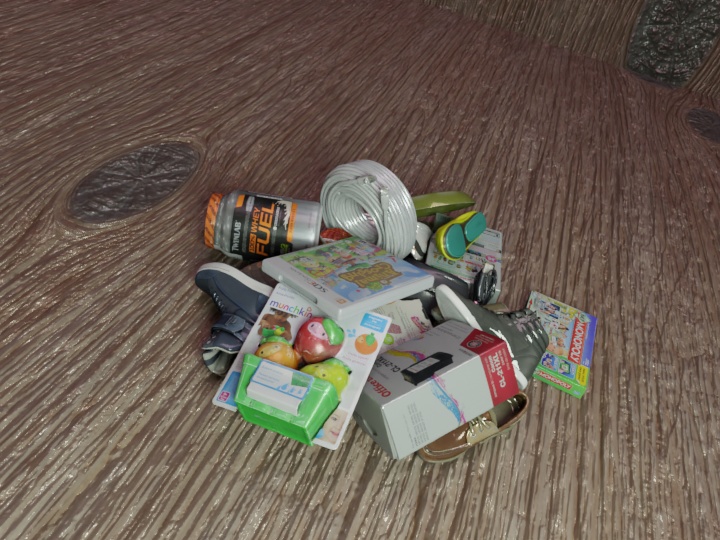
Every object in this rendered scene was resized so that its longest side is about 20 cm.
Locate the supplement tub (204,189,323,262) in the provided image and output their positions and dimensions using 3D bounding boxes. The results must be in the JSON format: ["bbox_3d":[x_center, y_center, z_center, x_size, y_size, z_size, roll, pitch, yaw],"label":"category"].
[{"bbox_3d":[-0.171,-0.075,1.080,0.197,0.124,0.123,7,39,-4],"label":"supplement tub"}]

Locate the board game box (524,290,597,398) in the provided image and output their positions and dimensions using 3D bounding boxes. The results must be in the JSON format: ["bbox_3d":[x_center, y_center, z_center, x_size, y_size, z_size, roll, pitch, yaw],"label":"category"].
[{"bbox_3d":[0.350,0.126,1.089,0.133,0.029,0.200,23,39,11],"label":"board game box"}]

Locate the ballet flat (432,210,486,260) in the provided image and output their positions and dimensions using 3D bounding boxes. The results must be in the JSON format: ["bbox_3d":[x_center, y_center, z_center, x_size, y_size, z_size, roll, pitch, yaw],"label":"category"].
[{"bbox_3d":[0.174,-0.062,1.127,0.066,0.068,0.199,-9,14,34],"label":"ballet flat"}]

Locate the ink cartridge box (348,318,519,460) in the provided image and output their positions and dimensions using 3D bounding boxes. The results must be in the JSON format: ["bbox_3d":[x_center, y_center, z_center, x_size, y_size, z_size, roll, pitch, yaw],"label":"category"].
[{"bbox_3d":[0.093,0.157,0.838,0.198,0.084,0.145,-23,17,-19],"label":"ink cartridge box"}]

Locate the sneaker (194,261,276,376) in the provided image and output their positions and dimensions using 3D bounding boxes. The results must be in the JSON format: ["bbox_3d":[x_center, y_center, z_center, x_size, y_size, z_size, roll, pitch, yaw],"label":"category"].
[{"bbox_3d":[-0.211,0.072,0.912,0.200,0.077,0.147,19,55,30],"label":"sneaker"}]

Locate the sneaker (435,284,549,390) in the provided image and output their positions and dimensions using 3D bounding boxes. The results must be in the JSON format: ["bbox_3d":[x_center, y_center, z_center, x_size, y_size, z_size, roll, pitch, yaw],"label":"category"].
[{"bbox_3d":[0.207,0.078,0.933,0.099,0.071,0.200,-43,87,-19],"label":"sneaker"}]

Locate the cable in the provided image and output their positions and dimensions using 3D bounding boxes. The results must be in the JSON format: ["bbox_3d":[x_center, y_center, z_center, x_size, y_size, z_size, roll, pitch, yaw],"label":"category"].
[{"bbox_3d":[0.011,-0.097,1.066,0.069,0.202,0.199,-37,38,-31],"label":"cable"}]

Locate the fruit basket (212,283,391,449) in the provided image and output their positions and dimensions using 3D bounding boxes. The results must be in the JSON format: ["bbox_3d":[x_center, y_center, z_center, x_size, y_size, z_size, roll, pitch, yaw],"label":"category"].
[{"bbox_3d":[-0.076,0.115,0.802,0.183,0.094,0.202,16,62,17],"label":"fruit basket"}]

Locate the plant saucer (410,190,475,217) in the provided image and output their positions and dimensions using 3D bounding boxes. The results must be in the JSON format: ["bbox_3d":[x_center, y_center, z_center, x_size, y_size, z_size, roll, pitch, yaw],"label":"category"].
[{"bbox_3d":[0.133,-0.132,1.220,0.197,0.032,0.200,-10,-1,0],"label":"plant saucer"}]

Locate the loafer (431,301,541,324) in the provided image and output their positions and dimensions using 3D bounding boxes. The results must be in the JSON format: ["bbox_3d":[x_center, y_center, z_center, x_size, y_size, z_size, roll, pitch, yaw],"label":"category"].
[{"bbox_3d":[0.213,0.081,1.001,0.197,0.071,0.075,16,8,-11],"label":"loafer"}]

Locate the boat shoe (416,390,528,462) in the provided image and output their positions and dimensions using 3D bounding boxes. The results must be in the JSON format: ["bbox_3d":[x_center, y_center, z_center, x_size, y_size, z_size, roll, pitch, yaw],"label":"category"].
[{"bbox_3d":[0.161,0.212,0.863,0.198,0.072,0.076,-16,66,-32],"label":"boat shoe"}]

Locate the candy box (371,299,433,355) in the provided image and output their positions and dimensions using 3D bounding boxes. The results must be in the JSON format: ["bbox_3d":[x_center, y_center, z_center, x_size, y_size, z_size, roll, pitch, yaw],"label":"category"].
[{"bbox_3d":[0.021,0.114,0.967,0.197,0.062,0.137,-1,39,-18],"label":"candy box"}]

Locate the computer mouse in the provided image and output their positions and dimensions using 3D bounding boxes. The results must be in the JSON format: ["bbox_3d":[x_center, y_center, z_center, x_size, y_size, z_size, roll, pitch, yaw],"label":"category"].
[{"bbox_3d":[0.132,0.034,1.060,0.197,0.141,0.053,18,2,16],"label":"computer mouse"}]

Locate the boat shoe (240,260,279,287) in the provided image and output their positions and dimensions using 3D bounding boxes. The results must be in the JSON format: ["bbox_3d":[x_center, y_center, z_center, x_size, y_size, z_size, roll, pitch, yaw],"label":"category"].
[{"bbox_3d":[-0.122,0.028,1.017,0.197,0.072,0.076,-4,46,9],"label":"boat shoe"}]

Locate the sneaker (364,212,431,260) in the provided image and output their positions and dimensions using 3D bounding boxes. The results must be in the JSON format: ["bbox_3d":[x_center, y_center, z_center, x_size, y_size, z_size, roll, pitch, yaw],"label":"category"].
[{"bbox_3d":[0.037,-0.061,1.176,0.197,0.074,0.081,8,72,10],"label":"sneaker"}]

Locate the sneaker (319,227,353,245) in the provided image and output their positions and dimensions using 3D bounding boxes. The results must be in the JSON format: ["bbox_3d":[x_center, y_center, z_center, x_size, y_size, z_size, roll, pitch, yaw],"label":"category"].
[{"bbox_3d":[0.000,0.000,1.045,0.072,0.078,0.200,-23,46,-27],"label":"sneaker"}]

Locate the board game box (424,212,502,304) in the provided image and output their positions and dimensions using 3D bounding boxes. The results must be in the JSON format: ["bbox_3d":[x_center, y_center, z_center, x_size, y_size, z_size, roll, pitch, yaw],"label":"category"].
[{"bbox_3d":[0.200,-0.018,1.185,0.145,0.065,0.201,17,37,3],"label":"board game box"}]

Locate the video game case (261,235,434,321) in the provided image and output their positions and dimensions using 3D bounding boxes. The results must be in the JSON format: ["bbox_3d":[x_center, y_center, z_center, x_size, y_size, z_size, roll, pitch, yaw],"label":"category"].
[{"bbox_3d":[-0.018,0.004,0.913,0.198,0.022,0.181,-17,34,-41],"label":"video game case"}]

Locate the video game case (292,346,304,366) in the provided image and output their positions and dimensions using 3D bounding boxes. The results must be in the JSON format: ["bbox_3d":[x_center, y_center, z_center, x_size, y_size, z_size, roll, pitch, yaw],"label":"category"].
[{"bbox_3d":[-0.093,0.085,0.925,0.197,0.019,0.144,-18,42,5],"label":"video game case"}]
